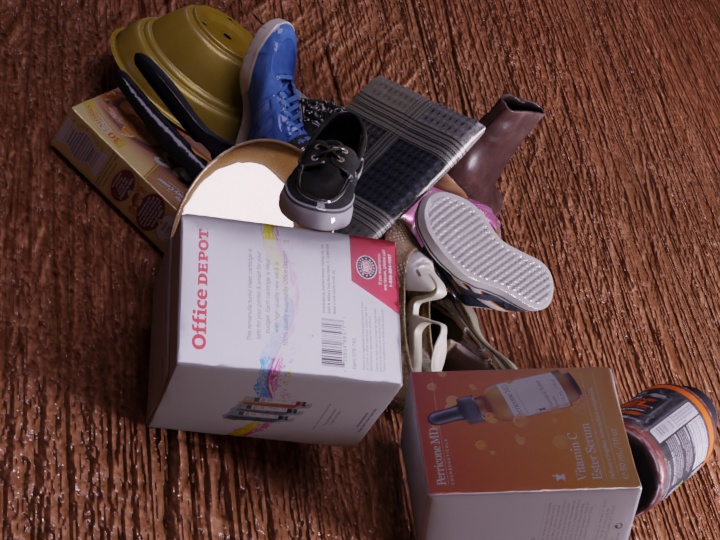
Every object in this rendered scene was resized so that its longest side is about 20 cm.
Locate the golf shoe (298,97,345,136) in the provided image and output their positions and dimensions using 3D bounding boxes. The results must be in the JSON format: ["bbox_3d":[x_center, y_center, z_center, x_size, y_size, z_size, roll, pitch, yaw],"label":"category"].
[{"bbox_3d":[-0.016,-0.146,1.775,0.198,0.094,0.079,7,83,-11],"label":"golf shoe"}]

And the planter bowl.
[{"bbox_3d":[-0.161,-0.222,1.669,0.200,0.084,0.201,35,23,-17],"label":"planter bowl"}]

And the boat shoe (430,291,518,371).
[{"bbox_3d":[0.105,0.099,1.630,0.074,0.075,0.203,16,28,-41],"label":"boat shoe"}]

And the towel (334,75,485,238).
[{"bbox_3d":[0.013,-0.112,1.647,0.200,0.193,0.035,34,-13,51],"label":"towel"}]

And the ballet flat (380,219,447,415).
[{"bbox_3d":[0.058,0.044,1.576,0.070,0.065,0.202,8,78,-58],"label":"ballet flat"}]

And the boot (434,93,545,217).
[{"bbox_3d":[0.159,-0.127,1.836,0.199,0.166,0.073,7,46,-58],"label":"boot"}]

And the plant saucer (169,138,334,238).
[{"bbox_3d":[-0.111,-0.030,1.506,0.199,0.202,0.035,1,12,-42],"label":"plant saucer"}]

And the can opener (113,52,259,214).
[{"bbox_3d":[-0.172,-0.131,1.549,0.200,0.079,0.063,45,76,3],"label":"can opener"}]

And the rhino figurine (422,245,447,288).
[{"bbox_3d":[0.000,0.000,1.642,0.199,0.087,0.060,-4,93,-44],"label":"rhino figurine"}]

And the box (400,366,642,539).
[{"bbox_3d":[0.146,0.182,1.472,0.198,0.107,0.153,-1,44,-7],"label":"box"}]

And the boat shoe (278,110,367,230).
[{"bbox_3d":[-0.031,-0.095,1.435,0.068,0.057,0.200,13,23,1],"label":"boat shoe"}]

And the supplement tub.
[{"bbox_3d":[0.318,0.187,1.701,0.107,0.107,0.199,49,34,14],"label":"supplement tub"}]

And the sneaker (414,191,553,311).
[{"bbox_3d":[0.111,-0.011,1.638,0.200,0.079,0.079,36,62,-34],"label":"sneaker"}]

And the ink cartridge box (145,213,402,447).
[{"bbox_3d":[-0.079,0.056,1.372,0.198,0.145,0.147,8,61,-16],"label":"ink cartridge box"}]

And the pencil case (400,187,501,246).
[{"bbox_3d":[0.065,-0.058,1.744,0.199,0.086,0.084,20,62,-37],"label":"pencil case"}]

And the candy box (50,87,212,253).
[{"bbox_3d":[-0.200,-0.094,1.575,0.200,0.055,0.115,44,34,6],"label":"candy box"}]

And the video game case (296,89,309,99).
[{"bbox_3d":[-0.063,-0.148,1.801,0.199,0.018,0.143,38,33,-3],"label":"video game case"}]

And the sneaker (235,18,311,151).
[{"bbox_3d":[-0.071,-0.150,1.606,0.111,0.202,0.076,21,13,31],"label":"sneaker"}]
